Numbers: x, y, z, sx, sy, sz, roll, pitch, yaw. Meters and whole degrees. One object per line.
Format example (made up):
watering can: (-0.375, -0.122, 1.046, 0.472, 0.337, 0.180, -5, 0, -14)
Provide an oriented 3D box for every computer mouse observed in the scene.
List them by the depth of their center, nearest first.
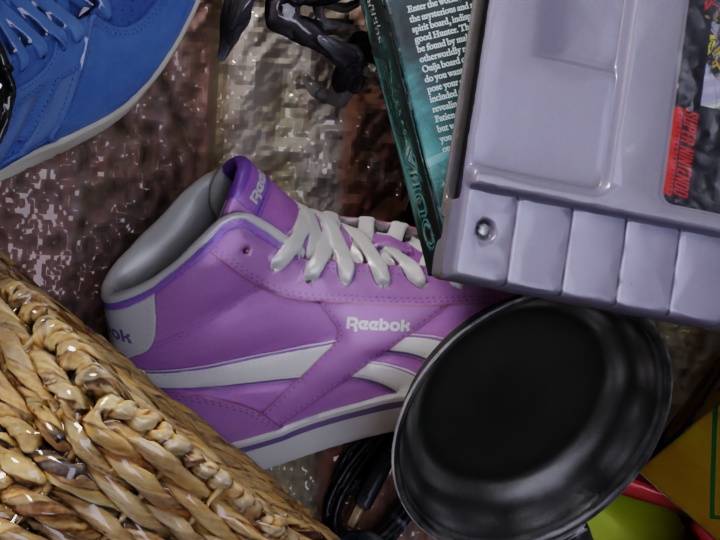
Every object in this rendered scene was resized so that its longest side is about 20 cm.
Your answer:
computer mouse: (0.036, 0.023, 0.944, 0.058, 0.034, 0.201, 21, 87, -22)

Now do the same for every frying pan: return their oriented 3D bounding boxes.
frying pan: (0.084, 0.074, 0.879, 0.115, 0.031, 0.190, -44, 128, 5)

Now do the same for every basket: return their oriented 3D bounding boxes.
basket: (-0.091, 0.117, 0.773, 0.149, 0.143, 0.200, -48, 133, -3)

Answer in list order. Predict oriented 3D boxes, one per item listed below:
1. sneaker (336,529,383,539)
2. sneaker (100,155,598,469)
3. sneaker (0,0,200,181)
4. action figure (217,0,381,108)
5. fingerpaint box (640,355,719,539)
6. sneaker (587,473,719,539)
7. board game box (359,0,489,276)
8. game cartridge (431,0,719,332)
sneaker: (0.018, 0.147, 0.921, 0.199, 0.074, 0.081, 4, 100, -23)
sneaker: (0.000, 0.000, 0.873, 0.199, 0.073, 0.115, -21, 119, -4)
sneaker: (-0.120, -0.075, 0.756, 0.200, 0.111, 0.077, -37, 89, -20)
action figure: (0.013, -0.116, 0.890, 0.199, 0.102, 0.119, 23, 92, -15)
fingerpaint box: (0.216, 0.005, 0.908, 0.073, 0.167, 0.200, 41, 59, 2)
sneaker: (0.140, 0.131, 0.966, 0.199, 0.085, 0.077, 23, 86, -21)
board game box: (0.102, -0.088, 0.851, 0.199, 0.028, 0.136, -15, 92, -18)
game cartridge: (0.102, -0.085, 0.820, 0.129, 0.038, 0.201, 10, 85, -13)
